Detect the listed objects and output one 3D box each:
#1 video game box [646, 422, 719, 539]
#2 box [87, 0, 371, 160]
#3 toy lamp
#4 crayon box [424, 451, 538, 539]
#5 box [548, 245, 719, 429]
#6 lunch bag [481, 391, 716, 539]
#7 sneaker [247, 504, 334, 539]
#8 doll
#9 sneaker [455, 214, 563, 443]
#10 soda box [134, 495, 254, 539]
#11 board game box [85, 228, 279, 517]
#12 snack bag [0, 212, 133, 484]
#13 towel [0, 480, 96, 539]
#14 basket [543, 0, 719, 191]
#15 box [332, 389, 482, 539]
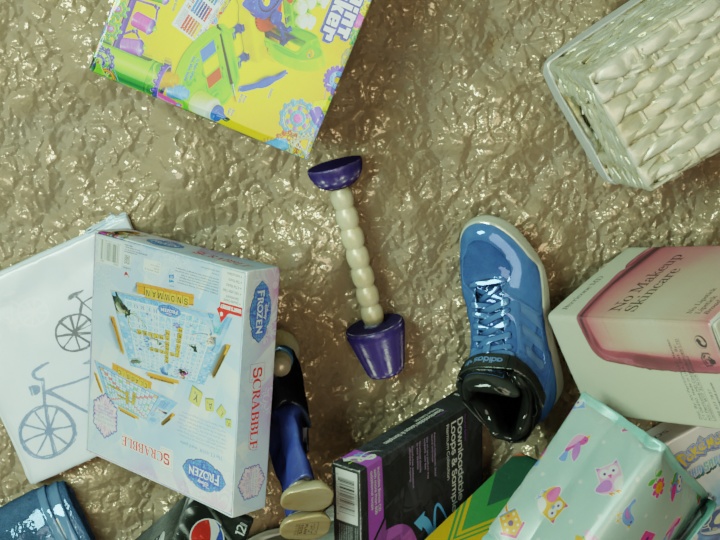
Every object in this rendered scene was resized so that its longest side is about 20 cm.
[{"bbox_3d":[0.325,0.239,1.306,0.198,0.047,0.184,-29,104,0],"label":"video game box"},{"bbox_3d":[-0.097,-0.226,1.084,0.191,0.122,0.202,22,100,-13],"label":"box"},{"bbox_3d":[0.000,0.000,1.193,0.058,0.058,0.202,-15,103,-4],"label":"toy lamp"},{"bbox_3d":[0.110,0.278,1.217,0.199,0.050,0.128,-37,130,-32],"label":"crayon box"},{"bbox_3d":[0.285,0.054,1.155,0.127,0.199,0.110,-36,109,-28],"label":"box"},{"bbox_3d":[0.226,0.234,1.188,0.171,0.122,0.200,-52,137,-6],"label":"lunch bag"},{"bbox_3d":[-0.053,0.279,1.245,0.199,0.079,0.074,-28,108,1],"label":"sneaker"},{"bbox_3d":[-0.065,0.133,1.145,0.048,0.201,0.137,-4,136,-11],"label":"doll"},{"bbox_3d":[0.125,0.058,1.189,0.076,0.111,0.202,-5,113,29],"label":"sneaker"},{"bbox_3d":[-0.168,0.265,1.169,0.063,0.071,0.200,28,143,-13],"label":"soda box"},{"bbox_3d":[-0.153,0.079,1.107,0.041,0.199,0.202,-7,106,-47],"label":"board game box"},{"bbox_3d":[-0.256,0.071,1.192,0.187,0.021,0.202,-24,104,-2],"label":"snack bag"},{"bbox_3d":[-0.336,0.284,1.212,0.198,0.049,0.113,-29,90,1],"label":"towel"},{"bbox_3d":[0.281,-0.172,1.151,0.199,0.123,0.136,-33,106,2],"label":"basket"},{"bbox_3d":[0.047,0.207,1.195,0.036,0.199,0.145,11,111,34],"label":"box"}]
